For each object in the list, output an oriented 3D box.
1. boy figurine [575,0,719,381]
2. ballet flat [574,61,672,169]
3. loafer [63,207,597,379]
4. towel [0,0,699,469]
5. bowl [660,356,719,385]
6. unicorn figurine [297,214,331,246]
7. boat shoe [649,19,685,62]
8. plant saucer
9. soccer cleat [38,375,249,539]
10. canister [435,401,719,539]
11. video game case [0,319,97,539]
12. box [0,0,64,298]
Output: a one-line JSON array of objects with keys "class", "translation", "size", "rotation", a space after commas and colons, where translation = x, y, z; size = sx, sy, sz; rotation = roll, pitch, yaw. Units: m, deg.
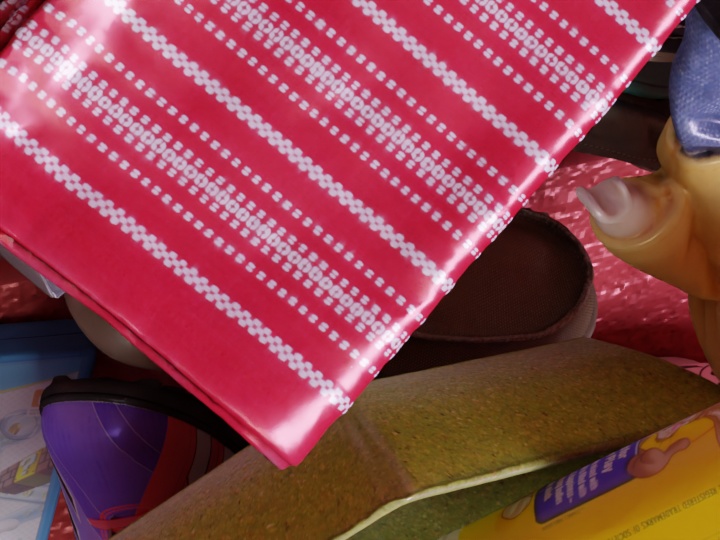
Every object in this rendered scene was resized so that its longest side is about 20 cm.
[{"class": "boy figurine", "translation": [0.127, -0.027, 0.927], "size": [0.124, 0.065, 0.201], "rotation": [-15, 141, -11]}, {"class": "ballet flat", "translation": [0.097, -0.063, 0.995], "size": [0.199, 0.068, 0.064], "rotation": [15, 155, -38]}, {"class": "loafer", "translation": [0.000, 0.000, 1.002], "size": [0.199, 0.076, 0.068], "rotation": [-1, 142, -28]}, {"class": "towel", "translation": [-0.008, -0.062, 0.791], "size": [0.145, 0.022, 0.200], "rotation": [42, 88, -14]}, {"class": "bowl", "translation": [0.121, 0.097, 1.164], "size": [0.200, 0.094, 0.201], "rotation": [-15, 141, -13]}, {"class": "unicorn figurine", "translation": [0.010, -0.049, 0.867], "size": [0.138, 0.074, 0.200], "rotation": [-54, 180, -32]}, {"class": "boat shoe", "translation": [0.157, -0.114, 0.939], "size": [0.199, 0.072, 0.065], "rotation": [-13, -179, -27]}, {"class": "plant saucer", "translation": [-0.001, 0.081, 0.969], "size": [0.199, 0.048, 0.199], "rotation": [-35, 164, 36]}, {"class": "soccer cleat", "translation": [-0.071, 0.100, 1.049], "size": [0.068, 0.074, 0.200], "rotation": [6, 155, 12]}, {"class": "canister", "translation": [0.102, 0.095, 0.924], "size": [0.199, 0.087, 0.148], "rotation": [-28, 165, 17]}, {"class": "video game case", "translation": [-0.181, 0.096, 1.062], "size": [0.142, 0.018, 0.201], "rotation": [-4, 137, -23]}, {"class": "box", "translation": [-0.072, -0.108, 0.818], "size": [0.158, 0.048, 0.200], "rotation": [-42, 145, -14]}]
